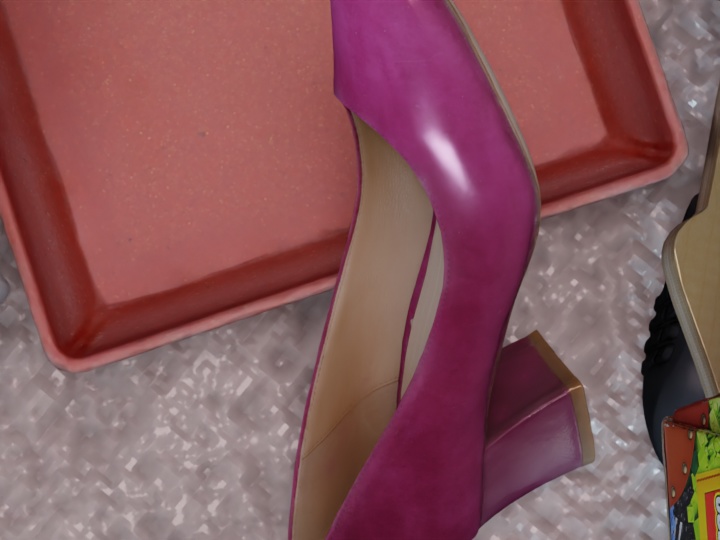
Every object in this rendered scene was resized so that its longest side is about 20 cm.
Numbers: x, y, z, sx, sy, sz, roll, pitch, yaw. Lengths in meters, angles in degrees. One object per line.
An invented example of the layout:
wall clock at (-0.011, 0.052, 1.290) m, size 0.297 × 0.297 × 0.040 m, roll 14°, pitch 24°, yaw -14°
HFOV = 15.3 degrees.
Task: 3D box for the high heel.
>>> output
high heel at (0.000, 0.000, 0.747) m, size 0.096 × 0.200 × 0.067 m, roll -26°, pitch 41°, yaw -10°

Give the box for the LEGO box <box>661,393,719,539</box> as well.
LEGO box at (0.198, 0.062, 0.687) m, size 0.199 × 0.149 × 0.077 m, roll 0°, pitch 79°, yaw -15°

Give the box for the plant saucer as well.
plant saucer at (-0.026, -0.091, 0.813) m, size 0.199 × 0.037 × 0.200 m, roll -18°, pitch 84°, yaw -2°

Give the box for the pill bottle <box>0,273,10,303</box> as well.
pill bottle at (-0.203, 0.037, 0.758) m, size 0.200 × 0.113 × 0.113 m, roll -42°, pitch 85°, yaw -5°

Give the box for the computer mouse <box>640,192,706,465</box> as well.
computer mouse at (0.128, -0.031, 0.808) m, size 0.058 × 0.034 × 0.201 m, roll 13°, pitch 83°, yaw 2°

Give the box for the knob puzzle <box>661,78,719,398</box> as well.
knob puzzle at (0.177, 0.019, 0.785) m, size 0.219 × 0.030 × 0.220 m, roll 3°, pitch 78°, yaw -16°
